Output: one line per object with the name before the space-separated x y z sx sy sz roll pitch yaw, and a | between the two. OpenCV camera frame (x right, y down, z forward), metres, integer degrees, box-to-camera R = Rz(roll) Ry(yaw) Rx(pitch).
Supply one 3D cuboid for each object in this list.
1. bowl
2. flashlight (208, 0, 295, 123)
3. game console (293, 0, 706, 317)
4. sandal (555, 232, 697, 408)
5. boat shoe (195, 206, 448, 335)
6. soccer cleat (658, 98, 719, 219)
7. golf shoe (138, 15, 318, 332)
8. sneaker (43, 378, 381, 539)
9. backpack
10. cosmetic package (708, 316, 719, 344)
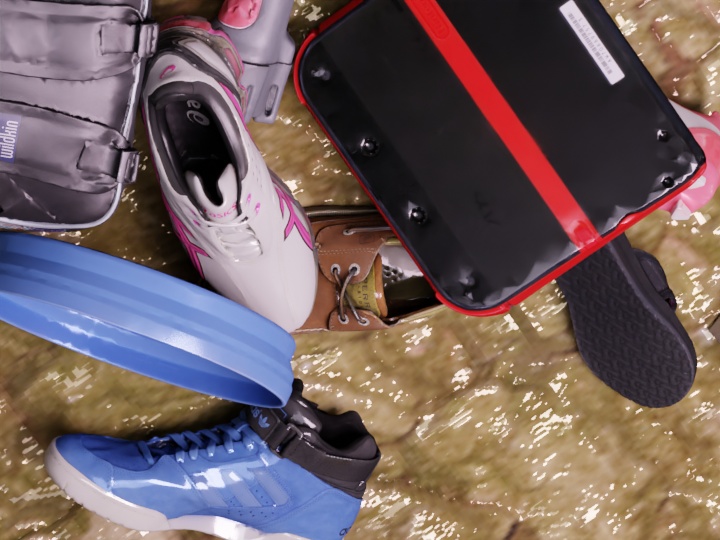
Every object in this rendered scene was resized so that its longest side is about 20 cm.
bowl | -0.131 0.027 1.661 0.201 0.201 0.039 21 80 -17
flashlight | -0.061 -0.186 1.664 0.068 0.068 0.200 -5 120 -47
game console | 0.075 -0.091 1.682 0.177 0.031 0.200 -35 91 9
sandal | 0.158 0.006 1.768 0.075 0.048 0.200 3 137 34
boat shoe | 0.000 0.000 1.738 0.200 0.068 0.072 -16 113 -4
soccer cleat | 0.124 -0.093 1.739 0.200 0.076 0.067 20 134 -1
golf shoe | -0.080 -0.040 1.651 0.073 0.092 0.200 -17 117 12
sneaker | -0.083 0.105 1.754 0.200 0.077 0.111 19 111 -21
backpack | -0.225 -0.121 1.607 0.200 0.151 0.178 5 108 -16
cosmetic package | 0.314 -0.003 1.780 0.073 0.104 0.200 35 101 -21
